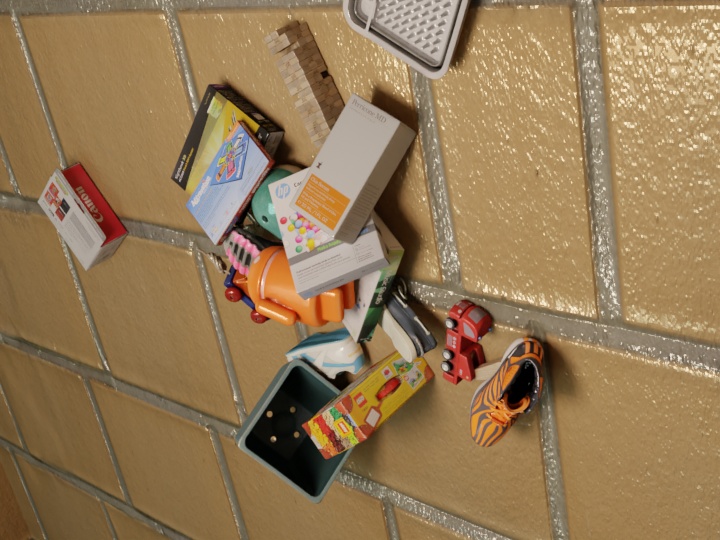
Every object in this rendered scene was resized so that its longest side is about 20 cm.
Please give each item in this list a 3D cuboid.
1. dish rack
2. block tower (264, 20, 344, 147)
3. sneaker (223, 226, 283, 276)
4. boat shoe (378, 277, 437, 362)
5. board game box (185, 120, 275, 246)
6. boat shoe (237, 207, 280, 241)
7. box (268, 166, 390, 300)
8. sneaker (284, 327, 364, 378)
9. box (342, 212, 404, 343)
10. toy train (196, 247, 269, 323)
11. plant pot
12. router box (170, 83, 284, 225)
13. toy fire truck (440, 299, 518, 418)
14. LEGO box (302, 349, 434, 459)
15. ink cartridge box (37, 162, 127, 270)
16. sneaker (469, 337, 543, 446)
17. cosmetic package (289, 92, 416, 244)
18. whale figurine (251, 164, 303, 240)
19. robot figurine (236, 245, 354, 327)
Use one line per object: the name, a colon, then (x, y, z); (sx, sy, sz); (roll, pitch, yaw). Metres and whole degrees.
dish rack: (0.070, -0.384, 1.360); (0.199, 0.043, 0.173); (38, 137, 22)
block tower: (-0.080, -0.297, 1.563); (0.054, 0.058, 0.203); (-15, 106, 50)
sneaker: (-0.158, -0.025, 1.780); (0.198, 0.096, 0.079); (34, 136, -5)
boat shoe: (0.061, 0.066, 1.654); (0.201, 0.061, 0.076); (53, 158, 38)
board game box: (-0.230, -0.151, 1.700); (0.103, 0.019, 0.201); (49, 121, 20)
boat shoe: (-0.223, -0.097, 1.840); (0.201, 0.062, 0.073); (53, 141, 4)
box: (-0.052, -0.075, 1.563); (0.041, 0.153, 0.203); (49, -158, -63)
sneaker: (-0.072, 0.166, 1.856); (0.198, 0.076, 0.082); (-12, 109, 51)
box: (0.000, 0.000, 1.641); (0.145, 0.036, 0.202); (54, 139, 38)
toy train: (-0.207, 0.005, 1.838); (0.115, 0.086, 0.200); (-23, 125, 38)
plant pot: (-0.128, 0.307, 1.897); (0.195, 0.198, 0.200); (38, 166, -11)
router box: (-0.241, -0.207, 1.744); (0.157, 0.052, 0.202); (38, 117, 20)
toy fire truck: (0.201, 0.159, 1.590); (0.140, 0.049, 0.203); (26, 131, 31)
LEGO box: (0.014, 0.230, 1.711); (0.078, 0.199, 0.149); (53, 140, 1)
ink cartridge box: (-0.629, -0.131, 2.216); (0.201, 0.083, 0.175); (54, 141, 2)
sneaker: (0.221, 0.205, 1.502); (0.076, 0.112, 0.203); (22, 113, 1)
cosmetic package: (-0.012, -0.155, 1.494); (0.101, 0.071, 0.202); (33, 97, 25)
whale figurine: (-0.117, -0.083, 1.709); (0.158, 0.103, 0.202); (-15, 108, 48)
robot figurine: (-0.108, 0.026, 1.631); (0.197, 0.146, 0.117); (15, 167, 25)
